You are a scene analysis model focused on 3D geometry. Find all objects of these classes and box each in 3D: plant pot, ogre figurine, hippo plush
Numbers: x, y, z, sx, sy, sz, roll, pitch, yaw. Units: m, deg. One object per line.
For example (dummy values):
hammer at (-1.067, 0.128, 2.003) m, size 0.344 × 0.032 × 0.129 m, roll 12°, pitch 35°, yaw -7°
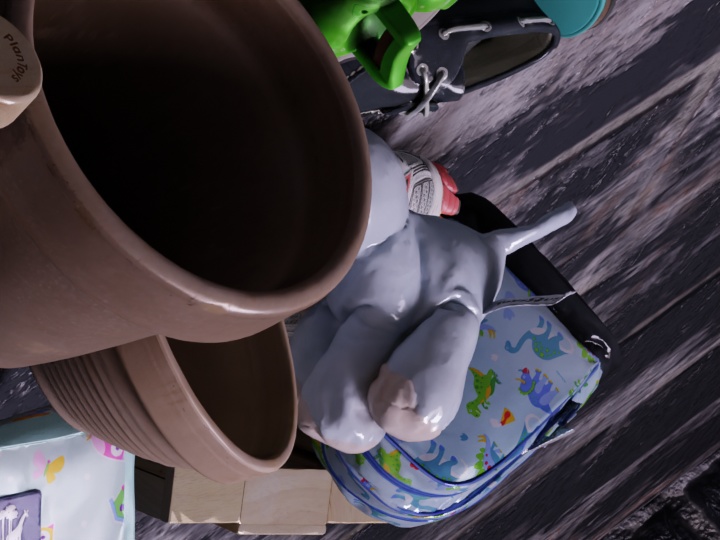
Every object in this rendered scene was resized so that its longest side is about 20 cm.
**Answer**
plant pot at (-0.124, -0.038, 1.252) m, size 0.175 × 0.200 × 0.200 m, roll -31°, pitch 175°, yaw 37°
plant pot at (-0.115, 0.022, 1.440) m, size 0.093 × 0.201 × 0.201 m, roll -21°, pitch 171°, yaw 16°
ogre figurine at (-0.003, -0.154, 1.367) m, size 0.200 × 0.098 × 0.120 m, roll -46°, pitch 158°, yaw -34°
hippo plush at (0.000, 0.000, 1.635) m, size 0.200 × 0.161 × 0.159 m, roll -23°, pitch -143°, yaw 24°

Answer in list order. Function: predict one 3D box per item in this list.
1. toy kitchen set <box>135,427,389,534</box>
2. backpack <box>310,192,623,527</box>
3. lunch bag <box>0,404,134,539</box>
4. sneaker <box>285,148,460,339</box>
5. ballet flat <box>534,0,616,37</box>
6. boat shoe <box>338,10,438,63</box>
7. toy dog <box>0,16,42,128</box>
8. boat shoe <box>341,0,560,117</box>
toy kitchen set at (-0.078, 0.072, 1.888) m, size 0.200 × 0.163 × 0.181 m, roll 3°, pitch 96°, yaw -37°
backpack at (0.057, 0.071, 1.803) m, size 0.200 × 0.163 × 0.154 m, roll -43°, pitch -173°, yaw -6°
lunch bag at (-0.225, 0.154, 1.580) m, size 0.170 × 0.122 × 0.200 m, roll -9°, pitch 147°, yaw -36°
sneaker at (-0.034, -0.008, 1.781) m, size 0.200 × 0.078 × 0.082 m, roll -45°, pitch 145°, yaw 12°
ballet flat at (0.134, -0.201, 1.650) m, size 0.068 × 0.068 × 0.200 m, roll -50°, pitch 167°, yaw -13°
boat shoe at (-0.028, -0.133, 1.466) m, size 0.200 × 0.057 × 0.067 m, roll -36°, pitch 144°, yaw -37°
toy dog at (-0.218, -0.078, 1.087) m, size 0.132 × 0.096 × 0.200 m, roll -38°, pitch 154°, yaw 15°
boat shoe at (0.041, -0.124, 1.631) m, size 0.200 × 0.060 × 0.076 m, roll -31°, pitch 162°, yaw -37°
